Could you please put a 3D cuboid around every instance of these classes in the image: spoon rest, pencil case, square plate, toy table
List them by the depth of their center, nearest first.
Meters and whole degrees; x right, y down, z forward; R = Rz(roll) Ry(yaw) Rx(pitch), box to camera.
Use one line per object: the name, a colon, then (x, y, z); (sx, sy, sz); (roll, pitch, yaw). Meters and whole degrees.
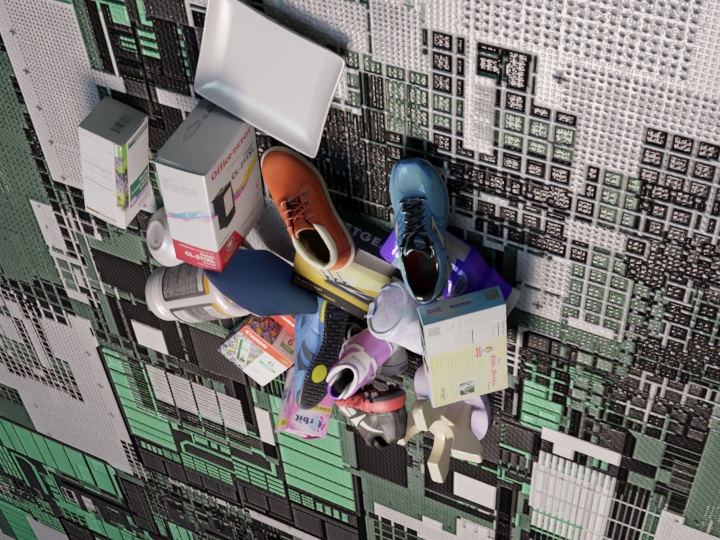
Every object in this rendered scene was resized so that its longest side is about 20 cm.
square plate: (-0.121, -0.262, 1.462); (0.197, 0.029, 0.200); (30, 144, 5)
pencil case: (0.104, 0.088, 1.598); (0.199, 0.084, 0.090); (24, 146, -33)
spoon rest: (-0.279, -0.053, 1.774); (0.199, 0.060, 0.100); (6, 95, 49)
toy table: (0.132, 0.244, 1.788); (0.183, 0.117, 0.201); (0, 132, 37)

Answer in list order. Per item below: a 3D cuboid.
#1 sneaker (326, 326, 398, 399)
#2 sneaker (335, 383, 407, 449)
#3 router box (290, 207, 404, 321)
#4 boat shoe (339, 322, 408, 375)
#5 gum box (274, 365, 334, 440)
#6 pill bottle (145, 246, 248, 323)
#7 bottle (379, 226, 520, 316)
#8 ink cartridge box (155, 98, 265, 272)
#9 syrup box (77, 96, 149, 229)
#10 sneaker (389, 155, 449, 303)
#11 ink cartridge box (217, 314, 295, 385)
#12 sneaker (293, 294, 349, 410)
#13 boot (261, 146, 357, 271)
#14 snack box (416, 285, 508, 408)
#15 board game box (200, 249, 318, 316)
sneaker: (-0.019, 0.153, 1.674); (0.073, 0.114, 0.201); (41, 155, 7)
sneaker: (0.018, 0.229, 1.734); (0.200, 0.070, 0.099); (-10, 94, 66)
router box: (0.000, 0.000, 1.655); (0.199, 0.052, 0.158); (26, 143, 9)
boat shoe: (-0.015, 0.118, 1.794); (0.199, 0.072, 0.066); (12, 126, 34)
gum box: (-0.093, 0.223, 1.877); (0.066, 0.114, 0.200); (15, 168, -9)
pill bottle: (-0.260, 0.027, 1.830); (0.199, 0.117, 0.117); (-9, 128, 43)
bottle: (0.127, -0.004, 1.540); (0.199, 0.065, 0.084); (33, 128, -1)
ink cartridge box: (-0.212, -0.121, 1.594); (0.082, 0.146, 0.201); (18, 142, 17)
syrup box: (-0.382, -0.165, 1.729); (0.081, 0.079, 0.201); (25, 144, 10)
sneaker: (0.081, -0.051, 1.452); (0.078, 0.090, 0.201); (-9, 100, 9)
ink cartridge box: (-0.160, 0.123, 1.923); (0.109, 0.050, 0.200); (39, 145, -9)
sneaker: (-0.075, 0.119, 1.767); (0.066, 0.202, 0.078); (8, -173, -45)
boot: (-0.080, -0.087, 1.537); (0.075, 0.107, 0.201); (-35, 87, 16)
snack box: (0.144, 0.110, 1.536); (0.115, 0.037, 0.201); (-14, 139, -4)
board game box: (-0.159, 0.031, 1.689); (0.158, 0.199, 0.039); (48, 120, 31)
